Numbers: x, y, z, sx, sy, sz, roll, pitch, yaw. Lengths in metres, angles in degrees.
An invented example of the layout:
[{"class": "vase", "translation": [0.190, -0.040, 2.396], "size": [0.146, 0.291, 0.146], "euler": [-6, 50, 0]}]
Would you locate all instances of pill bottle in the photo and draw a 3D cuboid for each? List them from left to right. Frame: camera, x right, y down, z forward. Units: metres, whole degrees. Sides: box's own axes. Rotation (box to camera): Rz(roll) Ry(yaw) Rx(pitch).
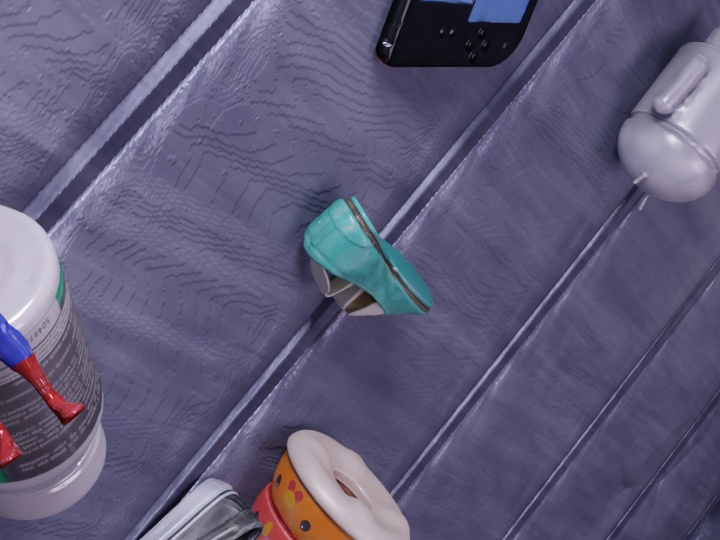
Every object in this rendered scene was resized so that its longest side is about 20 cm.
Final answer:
[{"class": "pill bottle", "translation": [-0.220, 0.062, 1.019], "size": [0.113, 0.113, 0.200], "euler": [-43, 149, -25]}]

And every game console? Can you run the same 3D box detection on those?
[{"class": "game console", "translation": [0.099, -0.251, 1.296], "size": [0.177, 0.031, 0.200], "euler": [-13, 129, -54]}]

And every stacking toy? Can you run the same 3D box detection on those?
[{"class": "stacking toy", "translation": [-0.067, 0.255, 1.487], "size": [0.200, 0.146, 0.146], "euler": [-45, 154, 10]}]

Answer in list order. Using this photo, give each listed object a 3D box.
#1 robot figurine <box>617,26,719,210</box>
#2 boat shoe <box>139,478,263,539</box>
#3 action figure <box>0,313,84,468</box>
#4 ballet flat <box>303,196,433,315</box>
[{"class": "robot figurine", "translation": [0.340, -0.152, 1.703], "size": [0.200, 0.113, 0.170], "euler": [-52, 144, -9]}, {"class": "boat shoe", "translation": [-0.161, 0.261, 1.371], "size": [0.200, 0.071, 0.072], "euler": [-49, 152, -14]}, {"class": "action figure", "translation": [-0.222, 0.005, 0.865], "size": [0.065, 0.200, 0.099], "euler": [-36, 179, -13]}, {"class": "ballet flat", "translation": [0.000, 0.000, 1.381], "size": [0.070, 0.067, 0.200], "euler": [-32, 152, 5]}]
